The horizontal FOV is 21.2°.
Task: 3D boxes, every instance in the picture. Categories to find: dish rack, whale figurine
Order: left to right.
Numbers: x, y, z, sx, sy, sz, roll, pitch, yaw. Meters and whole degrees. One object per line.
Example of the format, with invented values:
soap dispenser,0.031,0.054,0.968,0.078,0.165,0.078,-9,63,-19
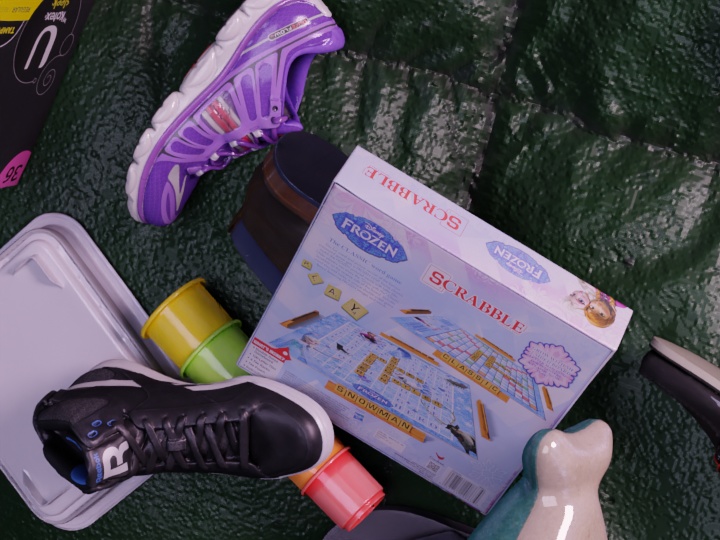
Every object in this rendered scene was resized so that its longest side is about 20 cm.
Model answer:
dish rack,-0.225,0.078,1.397,0.172,0.044,0.200,-39,84,22
whale figurine,0.101,0.186,1.223,0.104,0.159,0.201,19,106,37

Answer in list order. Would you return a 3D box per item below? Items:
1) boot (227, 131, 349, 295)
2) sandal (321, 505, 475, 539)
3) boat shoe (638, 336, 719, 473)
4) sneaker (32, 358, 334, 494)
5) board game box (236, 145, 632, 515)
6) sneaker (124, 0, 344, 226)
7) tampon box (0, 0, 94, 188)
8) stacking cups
boot,0.000,0.000,1.302,0.200,0.075,0.097,44,137,-3
sandal,0.057,0.206,1.314,0.199,0.043,0.076,3,100,20
boat shoe,0.254,0.118,1.210,0.201,0.074,0.063,38,101,6
sneaker,-0.126,0.117,1.270,0.199,0.112,0.073,7,113,28
board game box,0.041,0.044,1.228,0.200,0.041,0.200,31,137,0
sneaker,-0.086,-0.102,1.299,0.083,0.081,0.200,40,109,3
tampon box,-0.284,-0.164,1.319,0.126,0.150,0.200,30,108,14
stacking cups,-0.066,0.098,1.330,0.200,0.060,0.061,48,111,8
